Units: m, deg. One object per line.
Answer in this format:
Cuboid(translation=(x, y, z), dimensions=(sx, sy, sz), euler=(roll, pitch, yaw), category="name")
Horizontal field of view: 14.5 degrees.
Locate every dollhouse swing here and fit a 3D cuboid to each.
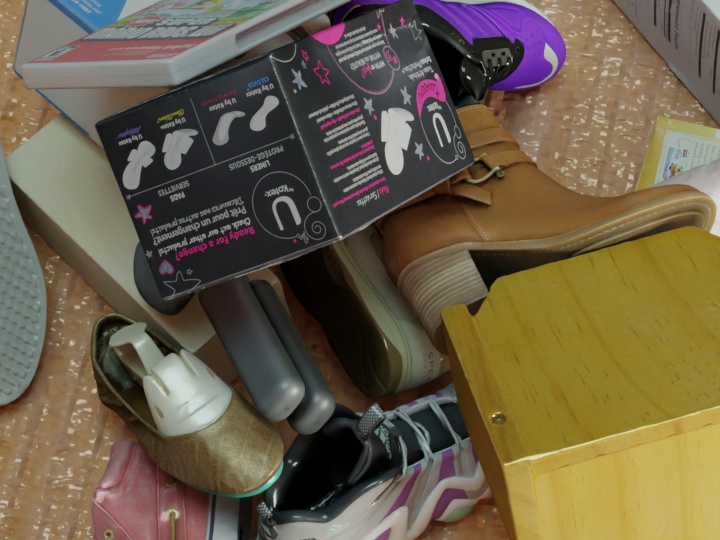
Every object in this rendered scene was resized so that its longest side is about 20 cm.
Cuboid(translation=(0.170, 0.110, 1.677), dimensions=(0.199, 0.176, 0.182), euler=(-16, 46, -6), category="dollhouse swing")

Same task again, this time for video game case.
Cuboid(translation=(-0.089, -0.152, 1.719), dimensions=(0.142, 0.018, 0.200), euler=(2, 24, 45), category="video game case")

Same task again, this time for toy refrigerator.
Cuboid(translation=(-0.138, -0.014, 1.821), dimensions=(0.076, 0.070, 0.200), euler=(-41, 62, -15), category="toy refrigerator")

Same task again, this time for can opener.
Cuboid(translation=(-0.081, 0.033, 1.703), dimensions=(0.067, 0.053, 0.200), euler=(-48, 44, 17), category="can opener")

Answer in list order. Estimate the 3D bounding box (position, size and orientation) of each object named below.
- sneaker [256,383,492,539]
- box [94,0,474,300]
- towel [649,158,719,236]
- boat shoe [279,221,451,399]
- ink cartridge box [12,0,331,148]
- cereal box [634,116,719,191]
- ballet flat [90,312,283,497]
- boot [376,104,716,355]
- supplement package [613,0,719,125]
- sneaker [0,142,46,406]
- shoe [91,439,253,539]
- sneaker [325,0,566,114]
Cuboid(translation=(0.021, 0.106, 1.690), dimensions=(0.200, 0.140, 0.078), euler=(-38, 64, -17), category="sneaker")
Cuboid(translation=(-0.041, -0.072, 1.667), dimensions=(0.132, 0.200, 0.115), euler=(-19, 95, 28), category="box")
Cuboid(translation=(0.202, 0.032, 1.750), dimensions=(0.199, 0.032, 0.192), euler=(-20, 65, -4), category="towel")
Cuboid(translation=(0.000, 0.000, 1.807), dimensions=(0.066, 0.074, 0.201), euler=(-6, 51, -28), category="boat shoe")
Cuboid(translation=(-0.103, -0.154, 1.853), dimensions=(0.145, 0.084, 0.200), euler=(39, 45, 24), category="ink cartridge box")
Cuboid(translation=(0.267, -0.011, 1.805), dimensions=(0.199, 0.040, 0.145), euler=(14, 63, 12), category="cereal box")
Cuboid(translation=(-0.114, 0.072, 1.702), dimensions=(0.068, 0.073, 0.200), euler=(-32, 30, -13), category="ballet flat")
Cuboid(translation=(0.106, -0.042, 1.751), dimensions=(0.199, 0.077, 0.156), euler=(-26, 48, 4), category="boot")
Cuboid(translation=(0.250, -0.192, 1.878), dimensions=(0.113, 0.110, 0.200), euler=(-30, 61, -13), category="supplement package")
Cuboid(translation=(-0.261, -0.008, 1.830), dimensions=(0.075, 0.105, 0.202), euler=(-9, 86, -29), category="sneaker")
Cuboid(translation=(-0.117, 0.186, 1.696), dimensions=(0.090, 0.072, 0.201), euler=(0, 53, 6), category="shoe")
Cuboid(translation=(0.063, -0.134, 1.829), dimensions=(0.199, 0.070, 0.100), euler=(12, 38, -39), category="sneaker")
